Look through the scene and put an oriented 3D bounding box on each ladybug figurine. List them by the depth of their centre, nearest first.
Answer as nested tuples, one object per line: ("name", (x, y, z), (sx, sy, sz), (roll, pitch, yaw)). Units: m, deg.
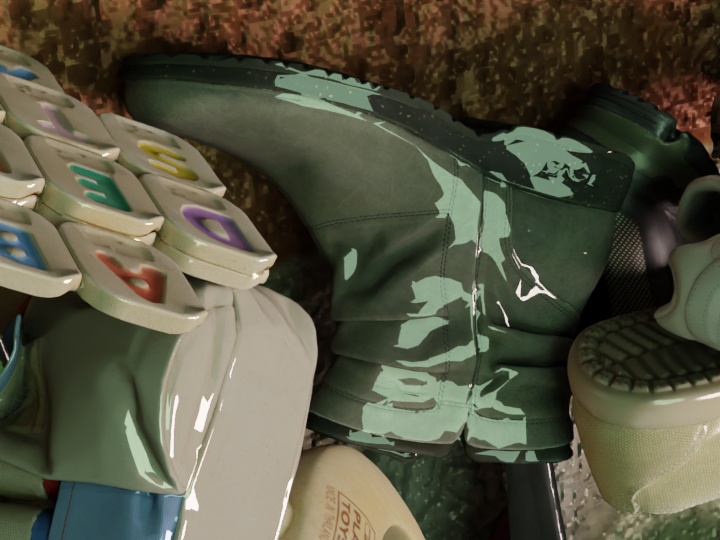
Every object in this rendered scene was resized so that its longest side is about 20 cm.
("ladybug figurine", (-0.013, 0.145, 0.810), (0.072, 0.136, 0.200), (-7, 134, 16))

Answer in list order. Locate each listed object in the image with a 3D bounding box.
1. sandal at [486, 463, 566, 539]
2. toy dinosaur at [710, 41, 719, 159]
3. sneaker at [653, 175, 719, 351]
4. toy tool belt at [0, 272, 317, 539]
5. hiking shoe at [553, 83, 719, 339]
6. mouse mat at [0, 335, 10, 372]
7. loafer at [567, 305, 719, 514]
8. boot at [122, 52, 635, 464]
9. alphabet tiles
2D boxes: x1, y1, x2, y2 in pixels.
("sandal", (0.062, 0.130, 0.882), (0.048, 0.075, 0.201), (-9, 101, 5))
("toy dinosaur", (0.189, -0.091, 0.890), (0.200, 0.047, 0.088), (-11, 92, -44))
("sneaker", (0.170, -0.027, 0.807), (0.200, 0.092, 0.076), (-45, 146, -54))
("toy tool belt", (-0.095, 0.091, 0.694), (0.125, 0.123, 0.201), (29, 71, -58))
("hiking shoe", (0.123, 0.023, 0.882), (0.101, 0.076, 0.200), (-40, 110, -3))
("mouse mat", (-0.169, 0.132, 0.785), (0.161, 0.008, 0.201), (-28, 115, -20))
("loafer", (0.162, 0.045, 0.821), (0.199, 0.076, 0.068), (-6, 125, -23))
("boot", (0.000, 0.000, 0.780), (0.199, 0.068, 0.131), (14, 92, -16))
("alphabet tiles", (-0.123, -0.045, 0.652), (0.199, 0.196, 0.015), (18, 109, -30))
